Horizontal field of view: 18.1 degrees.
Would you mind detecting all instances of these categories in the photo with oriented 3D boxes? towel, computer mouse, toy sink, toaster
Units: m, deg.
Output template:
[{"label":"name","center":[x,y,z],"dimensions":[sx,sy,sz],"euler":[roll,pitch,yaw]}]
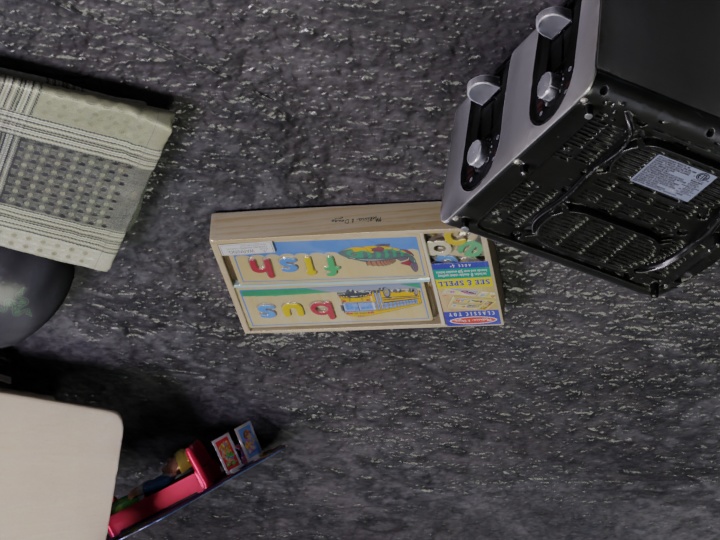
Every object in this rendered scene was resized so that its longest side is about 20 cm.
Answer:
[{"label":"towel","center":[-0.237,-0.078,1.531],"dimensions":[0.198,0.035,0.193],"euler":[15,143,-14]},{"label":"computer mouse","center":[-0.284,0.034,1.686],"dimensions":[0.138,0.053,0.200],"euler":[25,142,-29]},{"label":"toy sink","center":[-0.294,0.156,1.780],"dimensions":[0.198,0.132,0.112],"euler":[9,178,-9]},{"label":"toaster","center":[0.173,-0.082,1.393],"dimensions":[0.199,0.120,0.181],"euler":[19,146,-22]}]

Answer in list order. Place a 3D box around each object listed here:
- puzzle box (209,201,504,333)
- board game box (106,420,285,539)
[{"label":"puzzle box","center":[0.000,0.000,1.629],"dimensions":[0.198,0.026,0.133],"euler":[-3,148,10]},{"label":"board game box","center":[-0.159,0.173,1.839],"dimensions":[0.199,0.039,0.158],"euler":[-27,180,-39]}]
